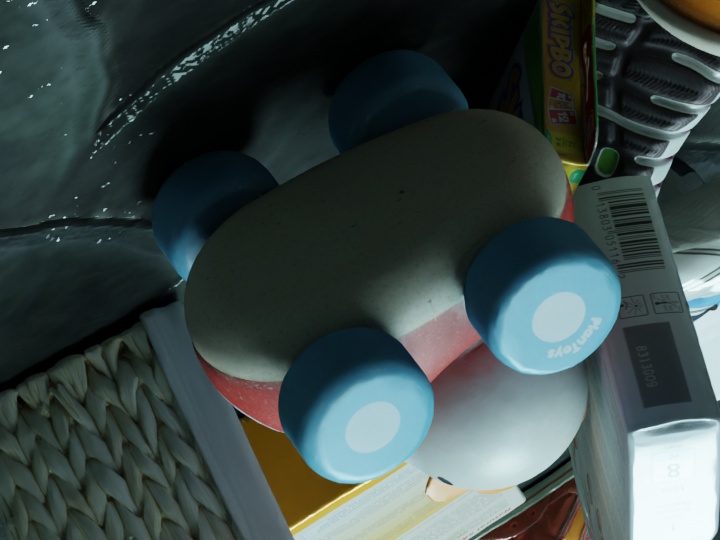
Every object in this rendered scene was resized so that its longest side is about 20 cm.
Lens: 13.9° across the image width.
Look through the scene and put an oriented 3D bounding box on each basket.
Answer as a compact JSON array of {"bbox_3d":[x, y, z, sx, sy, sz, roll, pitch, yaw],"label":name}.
[{"bbox_3d":[-0.098,0.140,1.427,0.123,0.200,0.136,-22,157,-7],"label":"basket"}]

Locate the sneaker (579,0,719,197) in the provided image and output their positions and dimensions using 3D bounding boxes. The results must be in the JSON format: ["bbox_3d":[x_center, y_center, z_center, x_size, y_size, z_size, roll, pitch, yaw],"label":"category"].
[{"bbox_3d":[0.132,-0.087,1.443,0.116,0.076,0.200,-61,176,-66],"label":"sneaker"}]

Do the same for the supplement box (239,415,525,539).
[{"bbox_3d":[0.010,0.111,1.665,0.126,0.074,0.200,-32,158,-1],"label":"supplement box"}]

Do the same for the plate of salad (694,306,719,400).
[{"bbox_3d":[0.225,0.036,1.832,0.200,0.048,0.200,-19,160,-7],"label":"plate of salad"}]

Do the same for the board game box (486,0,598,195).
[{"bbox_3d":[0.074,-0.044,1.399,0.030,0.096,0.200,10,145,-13],"label":"board game box"}]

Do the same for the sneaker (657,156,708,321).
[{"bbox_3d":[0.123,0.022,1.619,0.129,0.080,0.199,-32,170,-24],"label":"sneaker"}]

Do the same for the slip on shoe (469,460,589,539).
[{"bbox_3d":[0.145,0.166,1.982,0.200,0.061,0.074,-32,157,-6],"label":"slip on shoe"}]

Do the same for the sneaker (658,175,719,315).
[{"bbox_3d":[0.142,-0.001,1.530,0.200,0.072,0.073,-12,124,18],"label":"sneaker"}]

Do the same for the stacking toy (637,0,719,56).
[{"bbox_3d":[0.177,-0.198,1.219,0.146,0.146,0.200,-26,138,-16],"label":"stacking toy"}]

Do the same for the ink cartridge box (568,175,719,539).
[{"bbox_3d":[0.130,0.082,1.379,0.047,0.160,0.200,-9,134,-2],"label":"ink cartridge box"}]

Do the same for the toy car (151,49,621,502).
[{"bbox_3d":[0.030,0.043,1.308,0.177,0.184,0.200,-30,129,-7],"label":"toy car"}]
